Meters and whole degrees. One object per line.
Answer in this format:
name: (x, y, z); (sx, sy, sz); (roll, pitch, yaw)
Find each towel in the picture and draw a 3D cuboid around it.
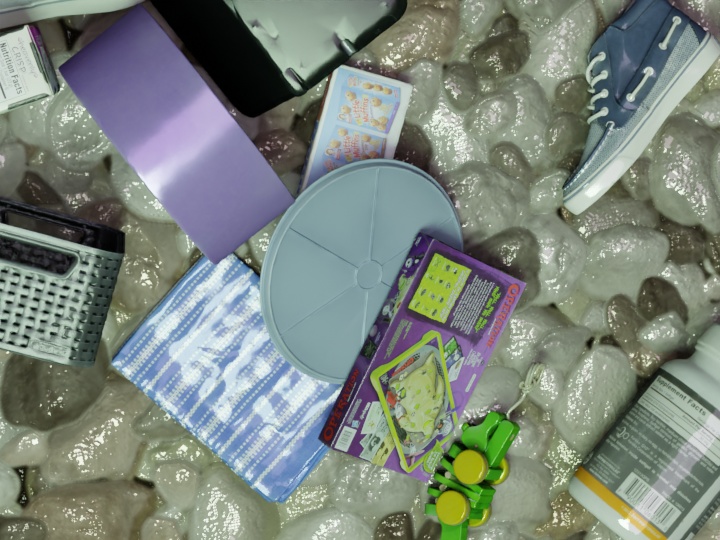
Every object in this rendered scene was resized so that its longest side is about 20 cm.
towel: (-0.099, 0.092, 1.358); (0.200, 0.024, 0.145); (42, 89, -11)

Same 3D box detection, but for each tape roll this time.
tape roll: (-0.145, -0.107, 1.236); (0.085, 0.200, 0.200); (-39, 101, -2)

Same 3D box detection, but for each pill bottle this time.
pill bottle: (0.286, 0.152, 1.375); (0.116, 0.116, 0.200); (39, 90, -11)

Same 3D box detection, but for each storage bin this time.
storage bin: (-0.264, 0.004, 1.232); (0.135, 0.200, 0.094); (16, 95, -10)

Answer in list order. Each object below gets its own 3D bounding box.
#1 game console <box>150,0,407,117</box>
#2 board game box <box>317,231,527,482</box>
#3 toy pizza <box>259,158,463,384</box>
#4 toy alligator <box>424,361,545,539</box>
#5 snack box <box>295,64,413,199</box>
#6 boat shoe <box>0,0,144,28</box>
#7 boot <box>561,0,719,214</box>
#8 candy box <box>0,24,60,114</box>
game console: (-0.087, -0.243, 1.254); (0.176, 0.116, 0.200); (-37, 103, 7)
board game box: (0.055, 0.078, 1.353); (0.120, 0.032, 0.200); (25, 93, -32)
toy pizza: (0.000, 0.000, 1.328); (0.200, 0.032, 0.200); (-11, 112, -28)
toy alligator: (0.102, 0.163, 1.383); (0.054, 0.059, 0.200); (25, 94, 30)
snack box: (-0.016, -0.074, 1.348); (0.072, 0.024, 0.200); (15, 95, -10)
boat shoe: (-0.261, -0.242, 1.244); (0.201, 0.070, 0.072); (-6, 123, 12)
boot: (0.220, -0.149, 1.356); (0.090, 0.073, 0.200); (40, 82, -4)
candy box: (-0.344, -0.137, 1.236); (0.200, 0.136, 0.061); (-19, 101, -6)
